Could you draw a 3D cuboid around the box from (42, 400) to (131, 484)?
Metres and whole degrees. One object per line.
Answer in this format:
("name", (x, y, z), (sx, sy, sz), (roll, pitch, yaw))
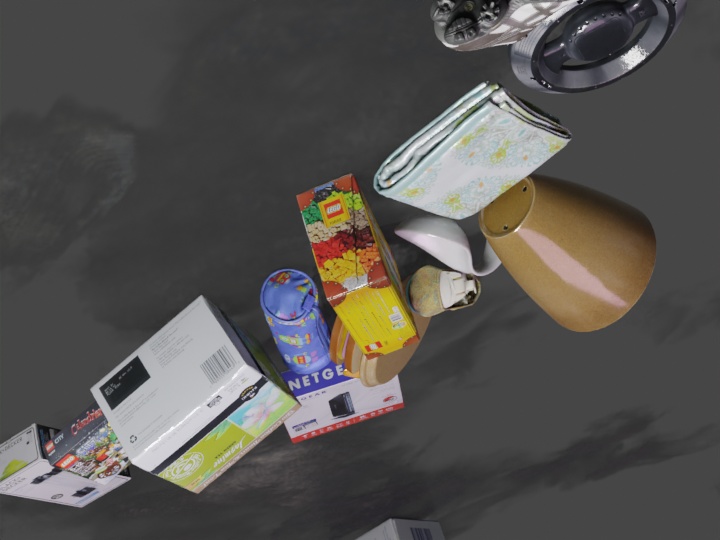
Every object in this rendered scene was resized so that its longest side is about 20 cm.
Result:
("box", (-0.343, 0.225, 1.686), (0.199, 0.038, 0.137), (-40, 149, 6))

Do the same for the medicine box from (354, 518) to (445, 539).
("medicine box", (0.073, 0.664, 2.687), (0.199, 0.104, 0.181), (-36, 147, 30))

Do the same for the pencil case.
("pencil case", (-0.082, 0.075, 1.585), (0.086, 0.079, 0.201), (14, 155, 14))

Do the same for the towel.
("towel", (0.136, -0.135, 1.388), (0.199, 0.049, 0.170), (-36, 146, 29))

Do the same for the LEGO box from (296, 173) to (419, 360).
("LEGO box", (0.000, 0.000, 1.434), (0.076, 0.150, 0.200), (-21, 151, 5))

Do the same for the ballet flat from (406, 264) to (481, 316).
("ballet flat", (0.121, 0.025, 1.589), (0.070, 0.071, 0.200), (-29, 171, 18))

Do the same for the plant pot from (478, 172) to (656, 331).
("plant pot", (0.253, -0.044, 1.507), (0.186, 0.188, 0.199), (-36, 133, 30))

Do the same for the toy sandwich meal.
("toy sandwich meal", (0.032, 0.077, 1.640), (0.205, 0.070, 0.206), (-49, 155, -32))

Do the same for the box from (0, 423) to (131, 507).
("box", (-0.463, 0.302, 1.777), (0.116, 0.061, 0.200), (-30, 150, 19))

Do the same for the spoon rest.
("spoon rest", (0.125, -0.031, 1.532), (0.099, 0.061, 0.199), (9, 177, 43))

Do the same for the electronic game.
("electronic game", (0.255, -0.259, 1.246), (0.198, 0.042, 0.201), (-13, 152, -7))

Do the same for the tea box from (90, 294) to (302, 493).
("tea box", (-0.219, 0.173, 1.574), (0.200, 0.134, 0.197), (-40, 151, 2))

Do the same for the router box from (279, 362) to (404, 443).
("router box", (-0.036, 0.197, 1.862), (0.198, 0.049, 0.180), (-18, 152, -2))

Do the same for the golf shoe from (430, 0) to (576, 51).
("golf shoe", (0.165, -0.277, 1.149), (0.198, 0.079, 0.094), (-20, 169, 5))
